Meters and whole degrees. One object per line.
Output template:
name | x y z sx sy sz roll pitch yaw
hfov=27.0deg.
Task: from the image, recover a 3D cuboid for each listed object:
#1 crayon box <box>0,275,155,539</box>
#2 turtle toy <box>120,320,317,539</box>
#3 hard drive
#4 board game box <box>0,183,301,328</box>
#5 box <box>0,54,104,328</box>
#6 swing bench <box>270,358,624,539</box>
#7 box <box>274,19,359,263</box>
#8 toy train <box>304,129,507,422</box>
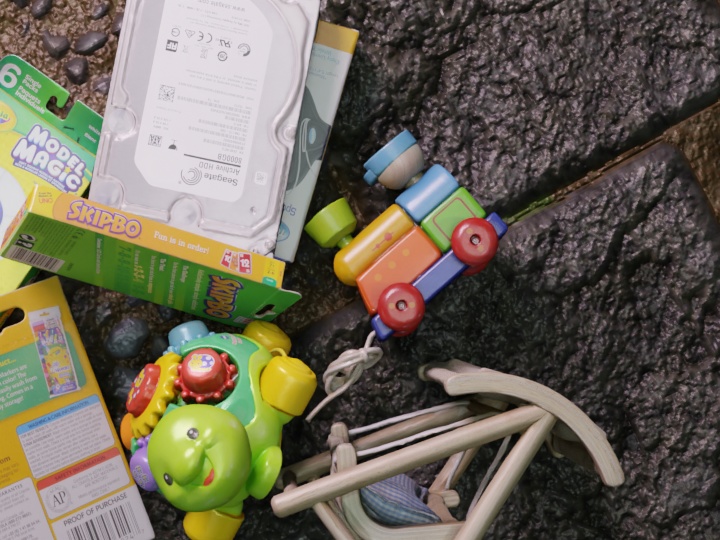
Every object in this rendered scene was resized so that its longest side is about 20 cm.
crayon box | -0.239 0.120 1.051 0.125 0.051 0.202 -21 93 -37
turtle toy | -0.106 0.107 1.021 0.100 0.200 0.147 26 97 -21
hard drive | -0.111 -0.116 1.065 0.138 0.038 0.202 12 88 -5
board game box | -0.145 -0.005 1.049 0.198 0.095 0.030 20 65 -19
box | -0.270 -0.049 1.089 0.117 0.048 0.201 34 85 -3
swing bench | 0.053 0.138 1.026 0.199 0.199 0.130 -38 90 -4
box | -0.084 -0.096 1.106 0.118 0.041 0.202 17 89 -3
toy train | 0.000 0.000 1.088 0.200 0.085 0.116 -41 85 -4
